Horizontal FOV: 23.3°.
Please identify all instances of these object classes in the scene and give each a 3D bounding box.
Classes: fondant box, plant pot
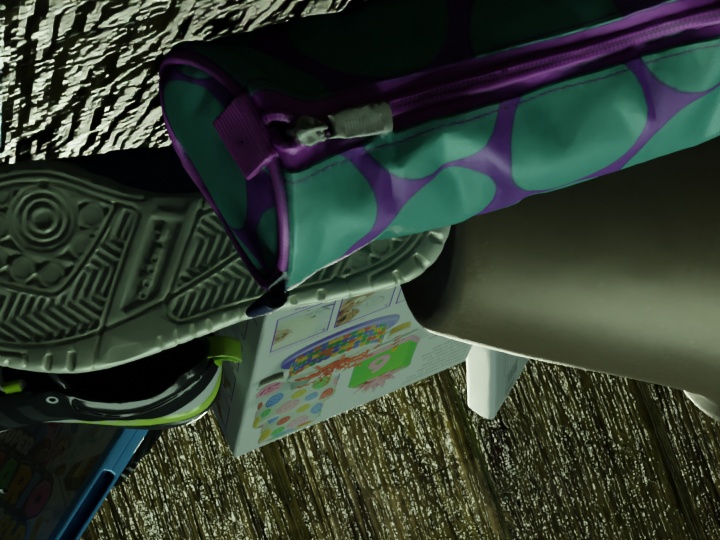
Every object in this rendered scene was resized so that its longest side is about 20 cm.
[{"bbox_3d":[0.000,0.000,0.846,0.143,0.059,0.201,-21,154,-22],"label":"fondant box"},{"bbox_3d":[0.105,-0.033,0.702,0.173,0.203,0.200,-2,172,-13],"label":"plant pot"}]

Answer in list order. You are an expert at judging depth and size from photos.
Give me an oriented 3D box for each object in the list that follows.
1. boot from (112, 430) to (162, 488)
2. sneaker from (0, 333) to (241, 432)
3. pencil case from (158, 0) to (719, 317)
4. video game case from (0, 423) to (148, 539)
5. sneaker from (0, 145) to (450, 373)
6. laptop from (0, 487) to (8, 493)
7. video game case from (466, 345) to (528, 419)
[{"bbox_3d":[-0.163,0.058,1.127,0.199,0.073,0.162,-51,-152,-21],"label":"boot"},{"bbox_3d":[-0.155,0.037,0.810,0.198,0.073,0.083,-4,164,-9],"label":"sneaker"},{"bbox_3d":[0.041,-0.058,0.561,0.198,0.086,0.092,-20,-176,-18],"label":"pencil case"},{"bbox_3d":[-0.198,0.127,1.017,0.201,0.018,0.143,-57,-145,0],"label":"video game case"},{"bbox_3d":[-0.072,-0.012,0.645,0.198,0.078,0.111,-11,-175,-8],"label":"sneaker"},{"bbox_3d":[-0.304,0.152,0.907,0.185,0.202,0.116,10,-154,-25],"label":"laptop"},{"bbox_3d":[0.116,-0.011,1.046,0.183,0.023,0.200,-58,168,-12],"label":"video game case"}]
